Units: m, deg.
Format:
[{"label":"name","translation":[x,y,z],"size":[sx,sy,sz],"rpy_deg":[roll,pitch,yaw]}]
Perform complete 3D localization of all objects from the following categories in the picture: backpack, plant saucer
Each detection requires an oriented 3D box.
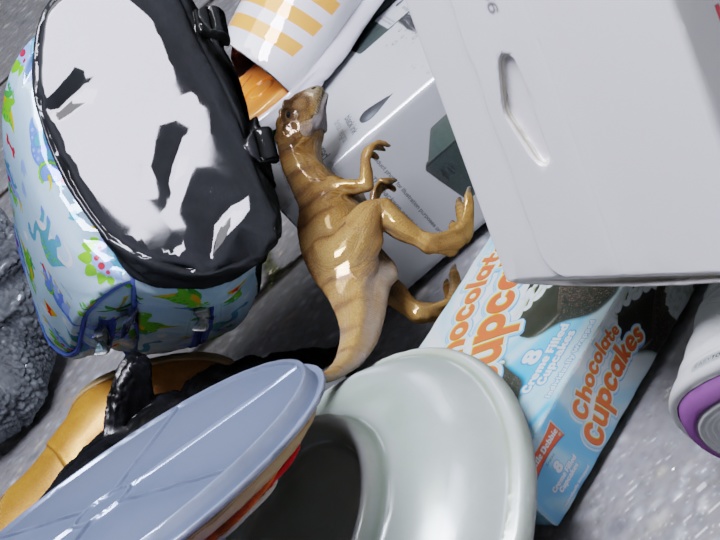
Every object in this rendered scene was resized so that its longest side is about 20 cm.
[{"label":"backpack","translation":[-0.108,-0.034,1.003],"size":[0.153,0.164,0.200],"rpy_deg":[-25,-12,0]},{"label":"plant saucer","translation":[-0.014,0.116,0.834],"size":[0.200,0.050,0.201],"rpy_deg":[-37,37,34]}]

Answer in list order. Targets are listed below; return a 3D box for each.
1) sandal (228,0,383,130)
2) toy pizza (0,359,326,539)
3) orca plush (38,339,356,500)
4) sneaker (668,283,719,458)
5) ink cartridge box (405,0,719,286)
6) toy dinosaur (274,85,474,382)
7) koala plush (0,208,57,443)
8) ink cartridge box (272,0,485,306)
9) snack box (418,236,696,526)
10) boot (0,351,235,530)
[{"label":"sandal","translation":[-0.023,-0.153,1.090],"size":[0.207,0.059,0.079],"rpy_deg":[-51,24,-14]},{"label":"toy pizza","translation":[-0.092,0.103,0.795],"size":[0.199,0.032,0.200],"rpy_deg":[-33,10,6]},{"label":"orca plush","translation":[-0.081,0.067,0.959],"size":[0.199,0.072,0.105],"rpy_deg":[-31,17,-14]},{"label":"sneaker","translation":[0.196,-0.003,0.731],"size":[0.199,0.075,0.100],"rpy_deg":[-23,34,36]},{"label":"ink cartridge box","translation":[0.143,-0.101,0.786],"size":[0.199,0.148,0.144],"rpy_deg":[-31,15,-31]},{"label":"toy dinosaur","translation":[0.000,0.000,0.939],"size":[0.201,0.105,0.061],"rpy_deg":[-104,25,-45]},{"label":"koala plush","translation":[-0.281,0.039,1.294],"size":[0.177,0.184,0.200],"rpy_deg":[-43,4,-19]},{"label":"ink cartridge box","translation":[0.046,-0.096,1.067],"size":[0.200,0.084,0.146],"rpy_deg":[-41,26,8]},{"label":"snack box","translation":[0.086,0.017,0.899],"size":[0.116,0.037,0.201],"rpy_deg":[-4,47,55]},{"label":"boot","translation":[-0.135,0.137,1.028],"size":[0.200,0.071,0.145],"rpy_deg":[-27,44,9]}]
